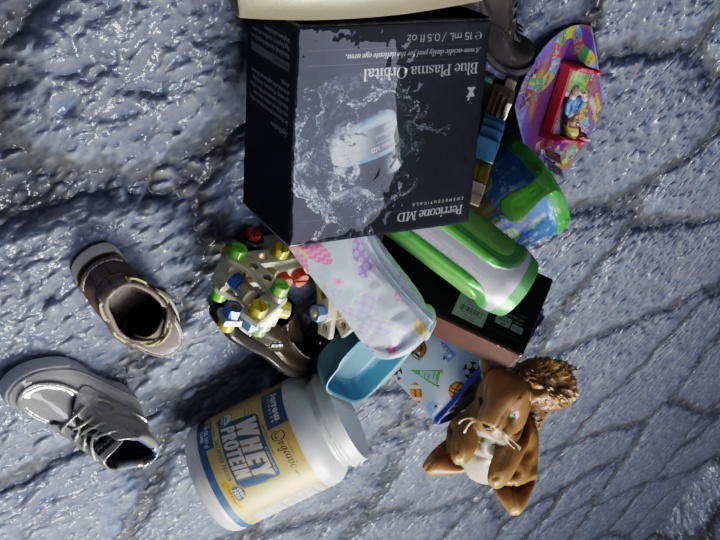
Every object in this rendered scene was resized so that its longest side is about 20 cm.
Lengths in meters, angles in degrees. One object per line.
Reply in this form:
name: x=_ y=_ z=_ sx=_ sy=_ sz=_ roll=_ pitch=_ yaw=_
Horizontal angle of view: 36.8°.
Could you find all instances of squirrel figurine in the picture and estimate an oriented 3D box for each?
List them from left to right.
squirrel figurine: x=0.184 y=0.174 z=1.362 sx=0.200 sy=0.141 sz=0.188 roll=-45 pitch=150 yaw=-33

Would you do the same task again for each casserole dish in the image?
casserole dish: x=0.006 y=0.101 z=1.324 sx=0.121 sy=0.039 sz=0.200 roll=-46 pitch=159 yaw=2

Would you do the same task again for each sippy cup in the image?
sippy cup: x=0.167 y=-0.073 z=1.334 sx=0.130 sy=0.140 sz=0.178 roll=-35 pitch=148 yaw=-10

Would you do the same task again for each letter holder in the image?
letter holder: x=0.106 y=0.032 z=1.293 sx=0.142 sy=0.198 sz=0.101 roll=107 pitch=8 yaw=-73

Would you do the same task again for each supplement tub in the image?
supplement tub: x=-0.103 y=0.222 z=1.354 sx=0.198 sy=0.146 sz=0.145 roll=-27 pitch=150 yaw=7

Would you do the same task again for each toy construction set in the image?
toy construction set: x=-0.081 y=0.016 z=1.174 sx=0.199 sy=0.131 sz=0.092 roll=8 pitch=126 yaw=-52

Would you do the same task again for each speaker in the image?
speaker: x=0.095 y=-0.038 z=1.174 sx=0.089 sy=0.199 sz=0.089 roll=-52 pitch=-170 yaw=13

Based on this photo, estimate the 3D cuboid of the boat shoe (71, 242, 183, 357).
boat shoe: x=-0.229 y=0.046 z=1.117 sx=0.072 sy=0.060 sz=0.200 roll=-37 pitch=149 yaw=-8

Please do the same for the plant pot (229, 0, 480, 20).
plant pot: x=-0.019 y=-0.279 z=0.862 sx=0.198 sy=0.188 sz=0.188 roll=-19 pitch=145 yaw=-8

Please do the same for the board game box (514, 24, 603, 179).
board game box: x=0.261 y=-0.198 z=1.325 sx=0.158 sy=0.039 sz=0.201 roll=-47 pitch=141 yaw=-19

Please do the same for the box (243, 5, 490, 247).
box: x=0.003 y=-0.144 z=1.000 sx=0.195 sy=0.117 sz=0.202 roll=-9 pitch=118 yaw=-26

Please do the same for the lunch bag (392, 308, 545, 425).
lunch bag: x=0.128 y=0.072 z=1.434 sx=0.201 sy=0.170 sz=0.123 roll=-55 pitch=158 yaw=20

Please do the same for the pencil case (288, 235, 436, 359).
pencil case: x=0.000 y=0.000 z=1.152 sx=0.090 sy=0.083 sz=0.201 roll=-24 pitch=115 yaw=25

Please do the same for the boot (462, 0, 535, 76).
boot: x=0.161 y=-0.300 z=1.114 sx=0.199 sy=0.069 sz=0.175 roll=7 pitch=125 yaw=-49

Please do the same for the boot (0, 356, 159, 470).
boot: x=-0.289 y=0.158 z=1.153 sx=0.074 sy=0.096 sz=0.200 roll=-47 pitch=149 yaw=10

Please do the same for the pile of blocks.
pile of blocks: x=0.116 y=-0.149 z=1.128 sx=0.083 sy=0.062 sz=0.201 roll=108 pitch=1 yaw=-46

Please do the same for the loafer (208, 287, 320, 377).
loafer: x=-0.096 y=0.069 z=1.279 sx=0.071 sy=0.073 sz=0.200 roll=-44 pitch=149 yaw=7

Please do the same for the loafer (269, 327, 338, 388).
loafer: x=-0.040 y=0.110 z=1.403 sx=0.200 sy=0.063 sz=0.072 roll=-49 pitch=150 yaw=11

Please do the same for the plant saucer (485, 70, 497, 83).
plant saucer: x=0.078 y=-0.154 z=1.235 sx=0.199 sy=0.036 sz=0.201 roll=-28 pitch=146 yaw=-21
